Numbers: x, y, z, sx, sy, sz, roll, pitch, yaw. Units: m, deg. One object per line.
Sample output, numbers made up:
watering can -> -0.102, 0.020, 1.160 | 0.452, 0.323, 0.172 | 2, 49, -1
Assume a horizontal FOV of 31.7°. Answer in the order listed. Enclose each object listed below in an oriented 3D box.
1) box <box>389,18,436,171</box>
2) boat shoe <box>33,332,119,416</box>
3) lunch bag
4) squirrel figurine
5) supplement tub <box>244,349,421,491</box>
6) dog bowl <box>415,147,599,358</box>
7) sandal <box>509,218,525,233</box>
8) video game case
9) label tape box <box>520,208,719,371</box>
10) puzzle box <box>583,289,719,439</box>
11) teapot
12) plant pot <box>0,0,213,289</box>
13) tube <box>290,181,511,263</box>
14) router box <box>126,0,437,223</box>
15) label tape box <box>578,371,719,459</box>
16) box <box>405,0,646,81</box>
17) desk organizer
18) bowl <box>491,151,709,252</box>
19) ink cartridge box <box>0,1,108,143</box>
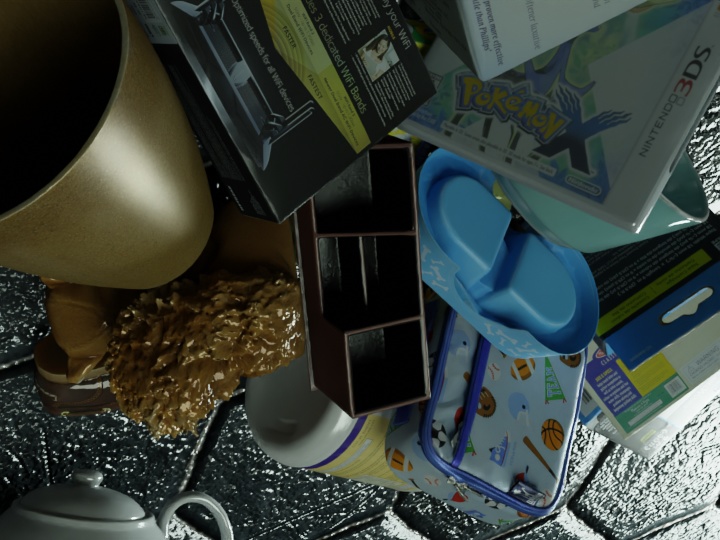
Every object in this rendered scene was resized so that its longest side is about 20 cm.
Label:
box -> -0.025, -0.138, 0.940 | 0.200, 0.048, 0.117 | 6, 124, -31
boat shoe -> -0.163, 0.070, 1.030 | 0.200, 0.070, 0.070 | -9, 135, -13
lunch bag -> 0.102, 0.102, 1.037 | 0.160, 0.200, 0.076 | 32, 147, -26
squirrel figurine -> -0.136, 0.027, 0.915 | 0.186, 0.200, 0.142 | -7, 116, -5
supplement tub -> 0.016, 0.114, 1.108 | 0.200, 0.145, 0.145 | 20, 116, -39
dog bowl -> 0.103, -0.009, 0.998 | 0.200, 0.112, 0.050 | 42, 138, -19
sandal -> 0.141, 0.032, 1.164 | 0.055, 0.082, 0.200 | -19, 127, -22
video game case -> 0.146, -0.144, 0.886 | 0.183, 0.200, 0.022 | -60, 154, -5
label tape box -> 0.245, -0.001, 1.095 | 0.144, 0.200, 0.063 | -34, 136, 2
puzzle box -> 0.293, 0.052, 1.230 | 0.200, 0.133, 0.025 | -37, 176, 6
teapot -> -0.237, 0.243, 1.081 | 0.200, 0.197, 0.146 | 19, 79, -70
plant pot -> -0.178, -0.066, 0.794 | 0.186, 0.187, 0.200 | -36, 148, 3
tube -> 0.025, -0.050, 1.043 | 0.200, 0.058, 0.052 | -10, 175, -14
router box -> -0.054, -0.157, 0.826 | 0.157, 0.052, 0.200 | -40, 120, -23
label tape box -> 0.323, 0.124, 1.343 | 0.200, 0.066, 0.143 | 30, 109, -40
box -> 0.115, -0.245, 0.828 | 0.200, 0.184, 0.105 | -27, 134, -6
desk organizer -> 0.000, 0.000, 0.934 | 0.072, 0.077, 0.200 | -12, 109, -21
bowl -> 0.171, -0.094, 0.997 | 0.105, 0.201, 0.201 | -37, 138, 26
ink cartridge box -> -0.214, -0.139, 0.845 | 0.095, 0.037, 0.200 | -4, 131, -26
